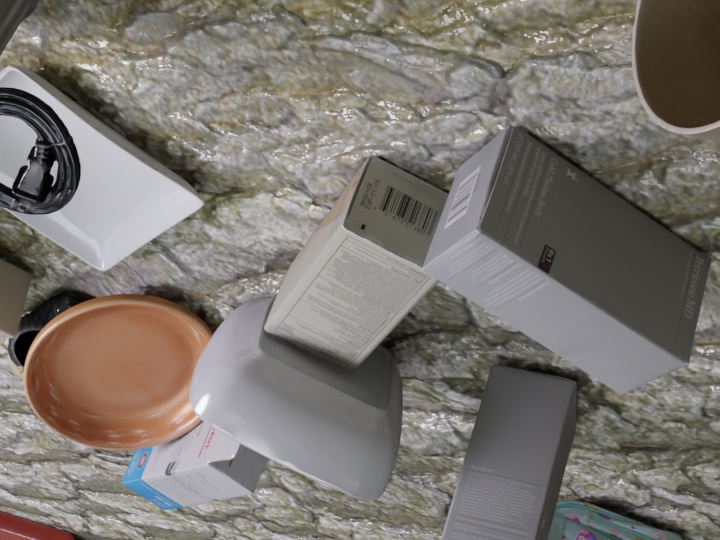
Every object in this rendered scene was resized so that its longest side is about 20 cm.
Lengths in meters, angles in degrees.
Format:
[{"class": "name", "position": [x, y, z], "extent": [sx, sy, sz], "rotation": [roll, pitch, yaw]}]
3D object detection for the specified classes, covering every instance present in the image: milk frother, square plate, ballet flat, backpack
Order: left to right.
[{"class": "milk frother", "position": [-0.277, -0.148, 1.007], "extent": [0.200, 0.188, 0.180], "rotation": [33, 146, -18]}, {"class": "ballet flat", "position": [-0.338, 0.077, 1.485], "extent": [0.066, 0.057, 0.200], "rotation": [31, 146, -14]}, {"class": "square plate", "position": [-0.259, -0.089, 1.229], "extent": [0.200, 0.028, 0.198], "rotation": [36, 144, -22]}, {"class": "backpack", "position": [0.238, 0.315, 1.449], "extent": [0.200, 0.127, 0.167], "rotation": [17, 158, 4]}]

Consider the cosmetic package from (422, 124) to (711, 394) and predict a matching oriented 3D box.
[{"class": "cosmetic package", "position": [0.157, -0.004, 1.050], "extent": [0.200, 0.107, 0.090], "rotation": [29, 147, -15]}]

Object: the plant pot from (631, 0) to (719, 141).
[{"class": "plant pot", "position": [0.282, -0.133, 0.753], "extent": [0.200, 0.187, 0.187], "rotation": [17, 150, -21]}]

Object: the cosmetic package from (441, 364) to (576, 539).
[{"class": "cosmetic package", "position": [0.134, 0.198, 1.258], "extent": [0.090, 0.200, 0.107], "rotation": [13, 149, 16]}]

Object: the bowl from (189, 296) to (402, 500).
[{"class": "bowl", "position": [-0.045, 0.102, 1.265], "extent": [0.200, 0.200, 0.075], "rotation": [27, 112, -6]}]

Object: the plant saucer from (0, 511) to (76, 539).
[{"class": "plant saucer", "position": [-0.494, 0.417, 2.082], "extent": [0.199, 0.037, 0.200], "rotation": [15, 146, 9]}]

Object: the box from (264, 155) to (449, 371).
[{"class": "box", "position": [0.000, 0.000, 1.167], "extent": [0.095, 0.078, 0.200], "rotation": [27, 147, -10]}]

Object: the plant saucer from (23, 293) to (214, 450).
[{"class": "plant saucer", "position": [-0.237, 0.098, 1.410], "extent": [0.200, 0.037, 0.200], "rotation": [-6, 129, -8]}]

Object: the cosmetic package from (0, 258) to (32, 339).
[{"class": "cosmetic package", "position": [-0.435, 0.002, 1.369], "extent": [0.103, 0.073, 0.200], "rotation": [-5, 154, 37]}]

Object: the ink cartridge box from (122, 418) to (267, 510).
[{"class": "ink cartridge box", "position": [-0.153, 0.180, 1.477], "extent": [0.200, 0.116, 0.067], "rotation": [-18, 131, 45]}]
